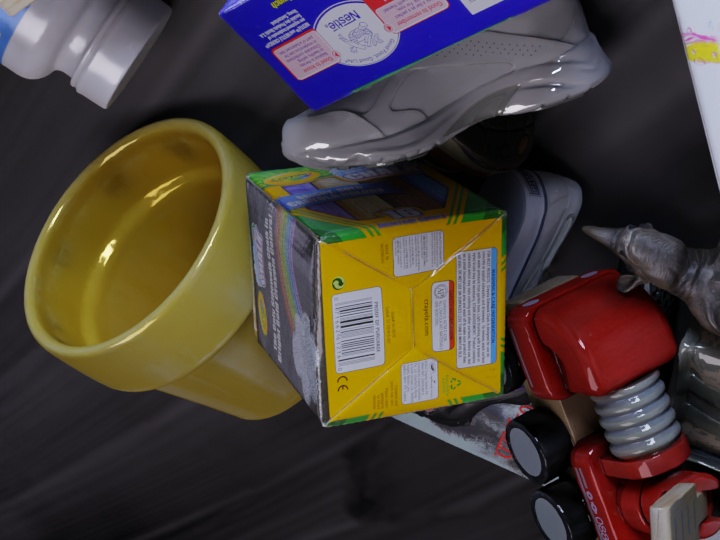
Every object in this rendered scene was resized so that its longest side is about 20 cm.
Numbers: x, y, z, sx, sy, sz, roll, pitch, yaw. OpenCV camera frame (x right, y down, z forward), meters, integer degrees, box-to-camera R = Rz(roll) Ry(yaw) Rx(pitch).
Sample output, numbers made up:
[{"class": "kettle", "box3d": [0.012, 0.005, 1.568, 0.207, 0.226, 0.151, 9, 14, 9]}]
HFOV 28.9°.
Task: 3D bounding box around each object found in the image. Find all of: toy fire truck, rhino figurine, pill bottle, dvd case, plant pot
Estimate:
[{"class": "toy fire truck", "box3d": [0.159, 0.098, 0.840, 0.200, 0.128, 0.177, -4, 108, 67]}, {"class": "rhino figurine", "box3d": [0.221, 0.012, 0.804, 0.199, 0.060, 0.087, 20, -179, 8]}, {"class": "pill bottle", "box3d": [-0.229, -0.198, 0.922, 0.200, 0.112, 0.112, 34, 144, -9]}, {"class": "dvd case", "box3d": [0.129, 0.118, 1.148, 0.199, 0.022, 0.146, 23, 144, 6]}, {"class": "plant pot", "box3d": [-0.119, 0.018, 1.058, 0.200, 0.201, 0.189, -6, 147, 38]}]

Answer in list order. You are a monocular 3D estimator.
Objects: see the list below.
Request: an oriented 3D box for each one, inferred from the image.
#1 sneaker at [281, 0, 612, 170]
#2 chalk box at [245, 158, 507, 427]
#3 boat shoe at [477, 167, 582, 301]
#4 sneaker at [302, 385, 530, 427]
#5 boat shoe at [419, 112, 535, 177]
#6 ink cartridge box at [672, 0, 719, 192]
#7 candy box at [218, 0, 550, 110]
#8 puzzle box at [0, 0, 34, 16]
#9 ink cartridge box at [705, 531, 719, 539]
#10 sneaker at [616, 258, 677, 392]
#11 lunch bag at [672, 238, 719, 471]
[{"class": "sneaker", "box3d": [0.040, -0.122, 0.810, 0.078, 0.199, 0.100, -166, 55, -78]}, {"class": "chalk box", "box3d": [0.000, 0.000, 0.910, 0.200, 0.123, 0.125, -136, 41, -63]}, {"class": "boat shoe", "box3d": [0.100, 0.013, 0.975, 0.086, 0.075, 0.202, 0, 129, -32]}, {"class": "sneaker", "box3d": [0.046, 0.092, 1.083, 0.199, 0.076, 0.088, -15, 116, 27]}, {"class": "boat shoe", "box3d": [0.016, -0.122, 0.885, 0.200, 0.076, 0.074, 38, 157, -12]}, {"class": "ink cartridge box", "box3d": [0.231, -0.123, 0.649, 0.147, 0.085, 0.201, -13, 92, 42]}, {"class": "candy box", "box3d": [0.046, -0.189, 0.673, 0.169, 0.200, 0.077, -17, 126, 46]}, {"class": "puzzle box", "box3d": [-0.125, -0.225, 0.801, 0.200, 0.133, 0.025, -16, 125, 46]}, {"class": "ink cartridge box", "box3d": [0.327, 0.232, 1.044, 0.145, 0.083, 0.200, 11, 161, -38]}, {"class": "sneaker", "box3d": [0.173, 0.049, 0.990, 0.090, 0.070, 0.201, 12, 142, 19]}, {"class": "lunch bag", "box3d": [0.291, 0.089, 0.925, 0.163, 0.118, 0.200, 17, 149, 18]}]
